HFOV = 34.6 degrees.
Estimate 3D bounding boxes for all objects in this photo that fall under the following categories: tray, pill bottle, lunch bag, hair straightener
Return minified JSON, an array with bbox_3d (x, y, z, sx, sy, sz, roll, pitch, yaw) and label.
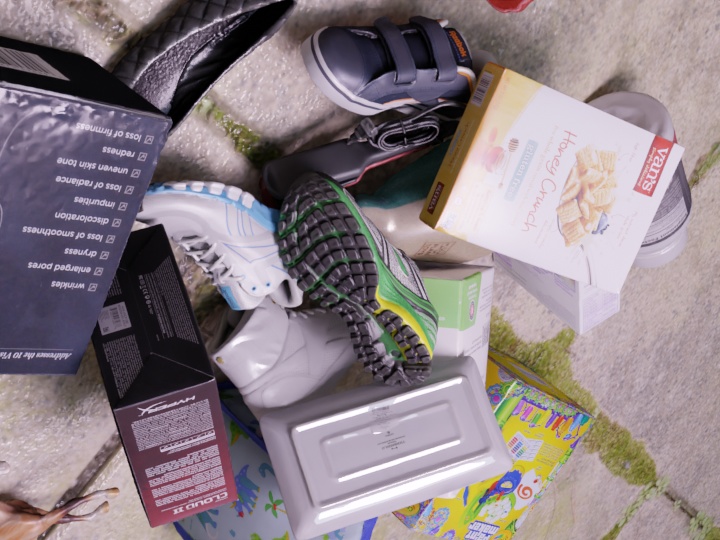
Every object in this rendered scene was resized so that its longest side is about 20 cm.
[{"bbox_3d":[0.025,0.143,0.960,0.200,0.108,0.022,-15,164,-18],"label":"tray"},{"bbox_3d":[0.294,-0.089,1.238,0.111,0.111,0.200,-45,140,-9],"label":"pill bottle"},{"bbox_3d":[-0.063,0.212,1.052,0.127,0.200,0.170,-9,124,-39],"label":"lunch bag"},{"bbox_3d":[0.014,-0.098,0.953,0.200,0.041,0.077,-15,169,-10],"label":"hair straightener"}]

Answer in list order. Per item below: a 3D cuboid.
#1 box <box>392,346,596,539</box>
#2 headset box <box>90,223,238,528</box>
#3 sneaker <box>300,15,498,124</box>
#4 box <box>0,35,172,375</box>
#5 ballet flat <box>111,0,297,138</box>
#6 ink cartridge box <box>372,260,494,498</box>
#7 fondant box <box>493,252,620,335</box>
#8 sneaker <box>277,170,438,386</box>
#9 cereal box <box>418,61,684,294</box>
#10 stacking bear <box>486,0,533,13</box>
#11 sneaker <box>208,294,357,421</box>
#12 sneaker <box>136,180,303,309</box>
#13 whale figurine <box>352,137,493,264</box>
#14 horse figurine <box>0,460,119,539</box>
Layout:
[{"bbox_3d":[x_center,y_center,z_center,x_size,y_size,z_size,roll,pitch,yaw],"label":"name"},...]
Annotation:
[{"bbox_3d":[0.125,0.189,1.276,0.193,0.122,0.200,-56,141,4],"label":"box"},{"bbox_3d":[-0.154,0.089,0.881,0.077,0.149,0.200,-17,143,-11],"label":"headset box"},{"bbox_3d":[0.038,-0.172,0.944,0.079,0.079,0.200,-32,161,33],"label":"sneaker"},{"bbox_3d":[-0.258,-0.045,0.733,0.200,0.124,0.197,6,113,-47],"label":"box"},{"bbox_3d":[-0.127,-0.145,0.835,0.200,0.057,0.066,-50,140,-2],"label":"ballet flat"},{"bbox_3d":[0.068,0.097,1.090,0.145,0.084,0.200,-16,110,-72],"label":"ink cartridge box"},{"bbox_3d":[0.189,-0.055,1.134,0.058,0.144,0.200,-29,136,-18],"label":"fondant box"},{"bbox_3d":[0.000,0.000,0.956,0.200,0.078,0.085,59,29,-26],"label":"sneaker"},{"bbox_3d":[0.165,-0.074,0.980,0.200,0.040,0.144,17,102,-25],"label":"cereal box"},{"bbox_3d":[0.178,-0.295,0.977,0.200,0.114,0.121,-18,155,-49],"label":"stacking bear"},{"bbox_3d":[-0.057,0.046,1.031,0.074,0.116,0.200,-30,-167,37],"label":"sneaker"},{"bbox_3d":[-0.103,-0.015,0.920,0.200,0.075,0.087,18,73,-47],"label":"sneaker"},{"bbox_3d":[0.061,-0.066,1.049,0.200,0.104,0.159,-8,160,-23],"label":"whale figurine"},{"bbox_3d":[-0.281,0.239,0.977,0.132,0.050,0.200,-3,128,-28],"label":"horse figurine"}]
